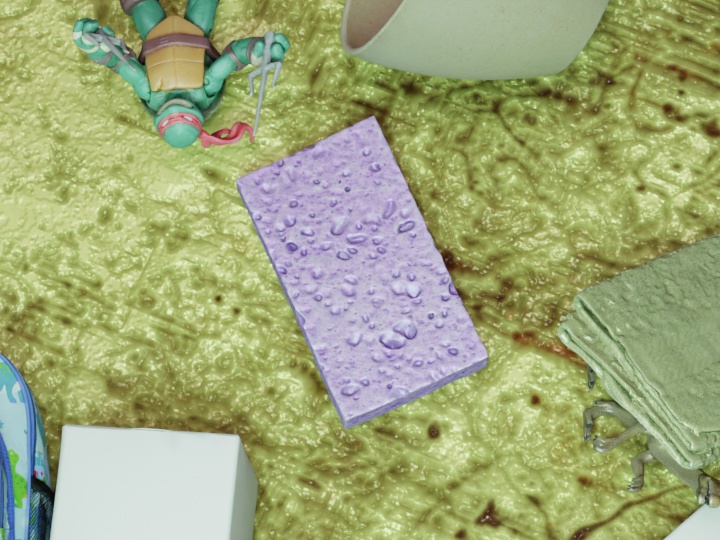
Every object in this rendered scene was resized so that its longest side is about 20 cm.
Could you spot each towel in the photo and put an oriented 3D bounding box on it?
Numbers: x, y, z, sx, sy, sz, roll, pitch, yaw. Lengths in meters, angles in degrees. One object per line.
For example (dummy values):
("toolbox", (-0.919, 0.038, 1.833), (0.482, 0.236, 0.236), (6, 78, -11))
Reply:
("towel", (0.242, 0.047, 1.756), (0.200, 0.037, 0.148), (-24, 65, -33))

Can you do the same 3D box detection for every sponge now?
("sponge", (0.000, 0.000, 1.828), (0.111, 0.030, 0.200), (-23, 71, -5))

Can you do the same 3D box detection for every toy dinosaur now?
("toy dinosaur", (0.204, 0.090, 1.778), (0.101, 0.058, 0.200), (1, 52, -3))

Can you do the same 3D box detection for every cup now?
("cup", (0.095, -0.213, 1.828), (0.143, 0.200, 0.201), (24, 72, -15))

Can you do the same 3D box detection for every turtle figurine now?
("turtle figurine", (-0.132, -0.159, 1.856), (0.149, 0.101, 0.200), (0, 55, -12))

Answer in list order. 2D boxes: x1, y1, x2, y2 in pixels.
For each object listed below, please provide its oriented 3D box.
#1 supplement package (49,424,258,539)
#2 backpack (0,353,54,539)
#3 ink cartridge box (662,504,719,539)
("supplement package", (-0.139, 0.214, 1.713), (0.121, 0.120, 0.201), (3, 71, 6))
("backpack", (-0.295, 0.145, 1.734), (0.182, 0.147, 0.201), (-1, 68, 1))
("ink cartridge box", (0.252, 0.266, 1.713), (0.176, 0.045, 0.200), (-40, 73, -11))
